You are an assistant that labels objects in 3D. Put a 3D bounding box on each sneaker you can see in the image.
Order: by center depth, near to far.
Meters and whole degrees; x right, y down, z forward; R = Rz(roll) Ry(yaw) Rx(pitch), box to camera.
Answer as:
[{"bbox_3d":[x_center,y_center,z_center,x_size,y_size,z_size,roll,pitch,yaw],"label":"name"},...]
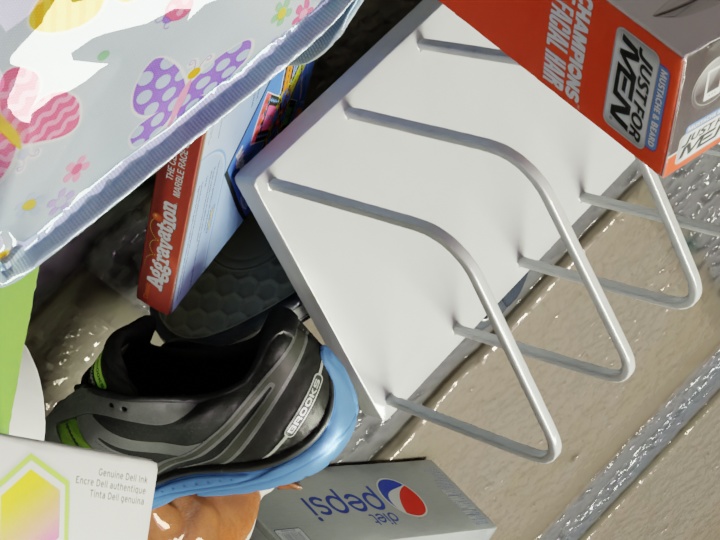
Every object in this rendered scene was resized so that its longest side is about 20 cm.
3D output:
[{"bbox_3d":[-0.102,0.062,0.846,0.200,0.071,0.083,-18,116,13],"label":"sneaker"},{"bbox_3d":[0.002,0.001,0.938,0.202,0.077,0.146,-39,147,-16],"label":"sneaker"}]

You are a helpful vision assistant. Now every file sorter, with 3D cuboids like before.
[{"bbox_3d":[0.079,-0.039,0.836,0.200,0.124,0.139,-45,127,-23],"label":"file sorter"}]

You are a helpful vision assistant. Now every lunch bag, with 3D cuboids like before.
[{"bbox_3d":[-0.086,-0.122,0.589,0.200,0.170,0.127,-42,147,-12],"label":"lunch bag"}]

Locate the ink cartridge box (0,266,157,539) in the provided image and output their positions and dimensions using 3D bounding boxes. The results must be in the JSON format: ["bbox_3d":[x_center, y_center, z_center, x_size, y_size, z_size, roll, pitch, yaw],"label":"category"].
[{"bbox_3d":[-0.136,0.050,0.631,0.148,0.076,0.200,18,78,-53],"label":"ink cartridge box"}]

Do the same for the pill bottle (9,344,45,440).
[{"bbox_3d":[-0.210,0.052,0.691,0.200,0.114,0.114,5,122,-54],"label":"pill bottle"}]

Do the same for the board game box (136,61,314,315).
[{"bbox_3d":[-0.043,-0.076,0.779,0.103,0.019,0.200,-53,169,-36],"label":"board game box"}]

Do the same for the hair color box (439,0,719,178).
[{"bbox_3d":[0.085,-0.134,0.763,0.111,0.200,0.064,-30,145,-26],"label":"hair color box"}]

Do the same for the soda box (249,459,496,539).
[{"bbox_3d":[-0.013,0.152,1.111,0.200,0.063,0.068,5,123,-54],"label":"soda box"}]

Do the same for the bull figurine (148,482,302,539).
[{"bbox_3d":[-0.113,0.139,0.952,0.200,0.065,0.121,-58,136,-10],"label":"bull figurine"}]
